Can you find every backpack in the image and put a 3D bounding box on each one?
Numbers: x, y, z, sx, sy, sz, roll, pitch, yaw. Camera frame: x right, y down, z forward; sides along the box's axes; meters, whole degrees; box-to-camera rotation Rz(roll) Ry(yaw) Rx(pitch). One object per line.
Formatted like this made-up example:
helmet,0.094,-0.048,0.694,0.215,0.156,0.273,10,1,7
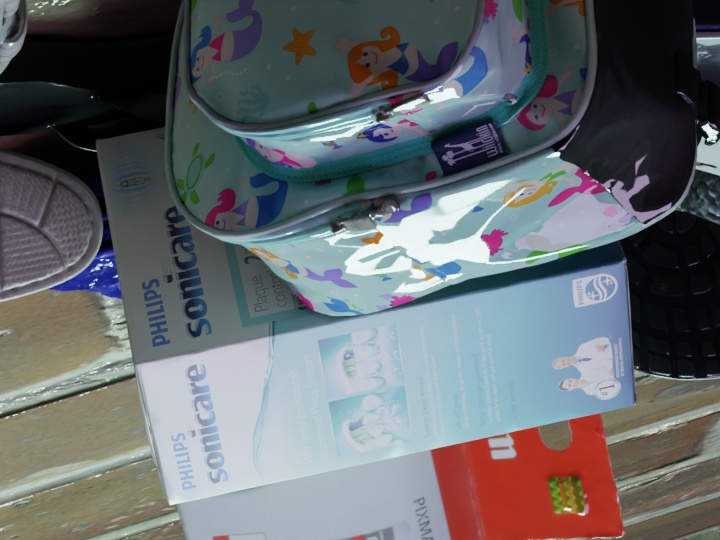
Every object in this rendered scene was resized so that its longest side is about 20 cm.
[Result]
backpack,0.015,-0.082,1.049,0.199,0.179,0.150,-23,143,36

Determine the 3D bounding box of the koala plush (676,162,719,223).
koala plush,0.271,-0.060,1.475,0.199,0.185,0.178,12,141,-9

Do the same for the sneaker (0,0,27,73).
sneaker,-0.152,-0.104,0.974,0.088,0.082,0.200,-7,170,-39

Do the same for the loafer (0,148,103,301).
loafer,-0.211,-0.022,1.204,0.198,0.072,0.063,-4,-166,-11

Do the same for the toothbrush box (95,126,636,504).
toothbrush box,0.000,0.000,1.165,0.198,0.147,0.086,-12,131,-2

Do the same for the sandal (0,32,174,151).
sandal,-0.097,-0.070,1.211,0.199,0.043,0.076,-8,162,-33

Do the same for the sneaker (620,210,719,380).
sneaker,0.183,0.018,1.286,0.198,0.076,0.088,3,172,8

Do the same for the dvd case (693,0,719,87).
dvd case,0.101,-0.094,1.260,0.198,0.025,0.150,2,169,14

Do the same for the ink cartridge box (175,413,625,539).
ink cartridge box,0.007,0.072,1.276,0.199,0.163,0.050,-4,-154,19

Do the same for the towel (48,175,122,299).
towel,-0.084,-0.016,1.345,0.147,0.050,0.200,-11,174,23

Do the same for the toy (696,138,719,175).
toy,0.167,-0.105,1.351,0.114,0.048,0.200,11,161,9
